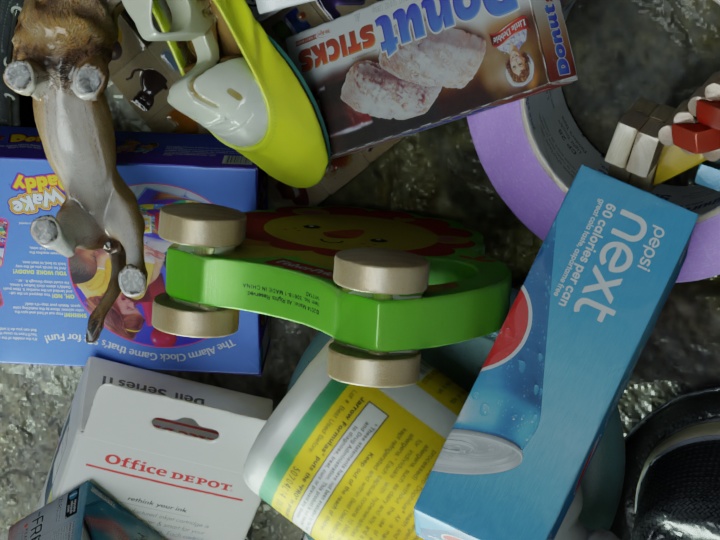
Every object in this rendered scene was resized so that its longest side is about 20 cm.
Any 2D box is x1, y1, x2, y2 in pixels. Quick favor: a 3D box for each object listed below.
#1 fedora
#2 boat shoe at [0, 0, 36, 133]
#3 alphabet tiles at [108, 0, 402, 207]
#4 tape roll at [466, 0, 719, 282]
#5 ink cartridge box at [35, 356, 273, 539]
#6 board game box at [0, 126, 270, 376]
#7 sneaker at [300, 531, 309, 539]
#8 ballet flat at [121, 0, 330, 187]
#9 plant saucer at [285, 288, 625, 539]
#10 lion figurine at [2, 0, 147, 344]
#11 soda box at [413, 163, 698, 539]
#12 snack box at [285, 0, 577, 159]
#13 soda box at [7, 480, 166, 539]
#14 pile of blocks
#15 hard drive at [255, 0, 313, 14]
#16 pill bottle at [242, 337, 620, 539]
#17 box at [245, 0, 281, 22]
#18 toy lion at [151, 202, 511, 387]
[{"bbox_3d":[0.217,0.165,1.425,0.200,0.092,0.201,8,114,19],"label":"fedora"},{"bbox_3d":[-0.193,-0.150,1.476,0.057,0.069,0.200,22,130,6],"label":"boat shoe"},{"bbox_3d":[-0.067,-0.130,1.471,0.167,0.008,0.200,-37,94,29],"label":"alphabet tiles"},{"bbox_3d":[0.158,-0.097,1.361,0.200,0.066,0.200,8,113,20],"label":"tape roll"},{"bbox_3d":[-0.121,0.124,1.518,0.117,0.067,0.200,14,131,-11],"label":"ink cartridge box"},{"bbox_3d":[-0.154,-0.012,1.496,0.200,0.045,0.135,3,117,5],"label":"board game box"},{"bbox_3d":[0.013,0.157,1.515,0.085,0.074,0.200,21,117,13],"label":"sneaker"},{"bbox_3d":[-0.086,-0.124,1.396,0.067,0.067,0.200,-16,105,43],"label":"ballet flat"},{"bbox_3d":[0.047,0.103,1.445,0.200,0.027,0.200,2,98,15],"label":"plant saucer"},{"bbox_3d":[-0.150,-0.069,1.405,0.072,0.122,0.200,-3,101,0],"label":"lion figurine"},{"bbox_3d":[0.098,0.053,1.305,0.068,0.064,0.200,24,75,9],"label":"soda box"},{"bbox_3d":[0.034,-0.112,1.366,0.200,0.024,0.072,-15,87,51],"label":"snack box"},{"bbox_3d":[-0.117,0.209,1.507,0.068,0.064,0.200,-31,126,26],"label":"soda box"},{"bbox_3d":[0.203,-0.077,1.278,0.200,0.062,0.082,-33,96,29],"label":"pile of blocks"},{"bbox_3d":[-0.013,-0.248,1.358,0.132,0.027,0.200,-13,99,5],"label":"hard drive"},{"bbox_3d":[0.046,0.126,1.376,0.200,0.113,0.113,36,119,8],"label":"pill bottle"},{"bbox_3d":[-0.085,-0.233,1.413,0.110,0.035,0.200,-27,99,28],"label":"box"},{"bbox_3d":[0.000,0.000,1.371,0.200,0.192,0.069,14,106,40],"label":"toy lion"}]
